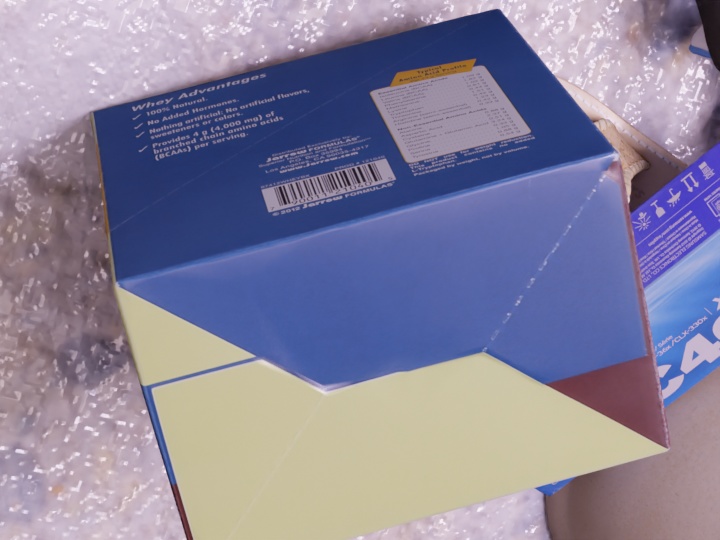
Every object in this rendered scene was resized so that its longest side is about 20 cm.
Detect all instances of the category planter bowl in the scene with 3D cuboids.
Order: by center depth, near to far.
[{"bbox_3d":[0.215,0.122,1.078,0.200,0.135,0.201,-8,110,-22],"label":"planter bowl"}]

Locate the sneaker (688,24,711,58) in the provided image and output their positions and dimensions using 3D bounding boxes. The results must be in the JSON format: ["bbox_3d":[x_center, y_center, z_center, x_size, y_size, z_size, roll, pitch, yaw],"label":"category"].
[{"bbox_3d":[0.232,-0.066,1.057,0.082,0.074,0.200,-34,111,-8],"label":"sneaker"}]

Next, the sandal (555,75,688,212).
[{"bbox_3d":[0.122,-0.039,1.016,0.211,0.070,0.078,22,98,-28],"label":"sandal"}]

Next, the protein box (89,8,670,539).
[{"bbox_3d":[0.000,0.000,0.880,0.198,0.200,0.135,-15,114,-4],"label":"protein box"}]

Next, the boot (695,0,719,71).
[{"bbox_3d":[0.099,-0.168,0.953,0.174,0.069,0.201,-14,89,-18],"label":"boot"}]

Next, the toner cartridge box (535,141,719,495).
[{"bbox_3d":[0.137,0.023,1.010,0.200,0.043,0.095,-40,139,15],"label":"toner cartridge box"}]
